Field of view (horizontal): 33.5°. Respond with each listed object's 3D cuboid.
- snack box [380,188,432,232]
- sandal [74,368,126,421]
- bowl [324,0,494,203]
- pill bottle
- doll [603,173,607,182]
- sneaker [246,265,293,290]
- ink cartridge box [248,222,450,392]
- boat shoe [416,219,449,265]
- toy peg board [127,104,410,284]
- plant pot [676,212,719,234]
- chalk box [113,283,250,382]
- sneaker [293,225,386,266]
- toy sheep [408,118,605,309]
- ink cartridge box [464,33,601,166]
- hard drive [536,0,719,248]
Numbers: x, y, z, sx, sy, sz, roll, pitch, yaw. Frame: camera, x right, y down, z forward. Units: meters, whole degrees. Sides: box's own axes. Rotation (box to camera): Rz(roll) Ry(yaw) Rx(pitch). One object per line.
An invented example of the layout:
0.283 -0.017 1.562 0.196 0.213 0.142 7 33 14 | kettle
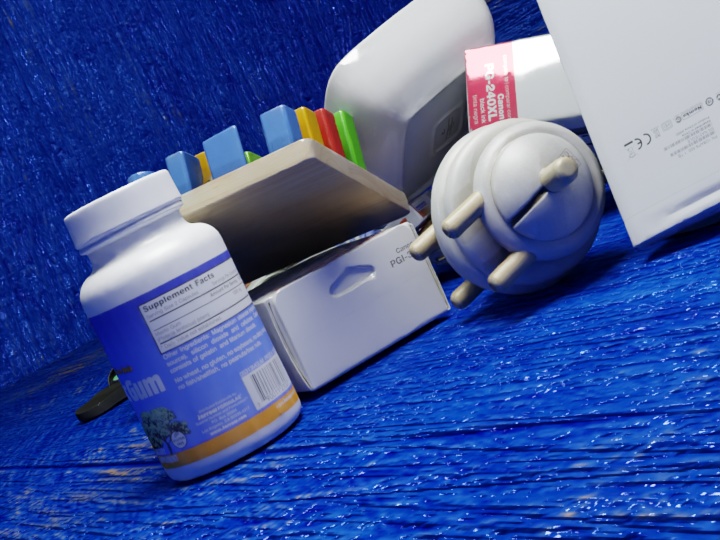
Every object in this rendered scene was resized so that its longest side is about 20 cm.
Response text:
0.000 0.000 1.179 0.200 0.024 0.072 -45 -2 26 | snack box
-0.291 0.128 1.529 0.075 0.045 0.200 -22 7 37 | sandal
0.057 -0.151 1.131 0.199 0.074 0.201 -40 -25 -25 | bowl
-0.131 0.036 0.856 0.111 0.202 0.112 -26 5 3 | pill bottle
0.198 -0.088 1.216 0.135 0.049 0.200 -5 19 38 | doll
-0.075 0.016 1.255 0.079 0.074 0.201 -43 9 49 | sneaker
-0.039 0.038 1.006 0.146 0.084 0.200 -29 5 -25 | ink cartridge box
0.095 -0.031 1.131 0.072 0.065 0.200 -42 -1 -37 | boat shoe
-0.093 -0.074 0.989 0.198 0.099 0.199 -23 -18 19 | toy peg board
0.263 -0.128 0.868 0.198 0.136 0.200 -26 6 3 | plant pot
-0.185 0.056 1.298 0.199 0.125 0.124 -31 7 -38 | chalk box
-0.006 -0.032 1.252 0.087 0.076 0.199 -21 -16 26 | sneaker
0.111 -0.044 0.862 0.137 0.139 0.200 -28 2 -16 | toy sheep
0.206 -0.149 1.066 0.197 0.084 0.145 -7 -17 18 | ink cartridge box
0.204 -0.134 0.795 0.131 0.202 0.027 -30 -19 35 | hard drive
